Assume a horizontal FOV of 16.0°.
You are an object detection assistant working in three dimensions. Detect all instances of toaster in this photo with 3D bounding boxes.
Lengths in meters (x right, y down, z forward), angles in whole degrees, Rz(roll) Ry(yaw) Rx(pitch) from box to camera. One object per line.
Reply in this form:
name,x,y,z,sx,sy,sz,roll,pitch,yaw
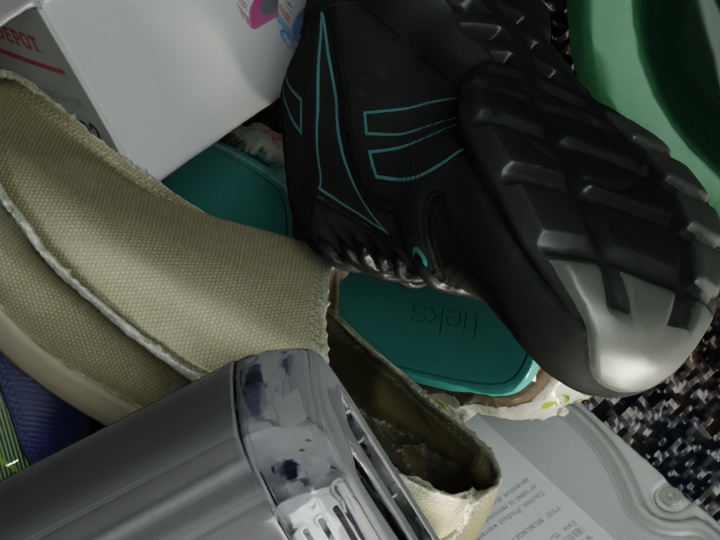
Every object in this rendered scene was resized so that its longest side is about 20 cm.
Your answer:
toaster,-0.034,0.108,0.621,0.129,0.114,0.200,-30,104,4

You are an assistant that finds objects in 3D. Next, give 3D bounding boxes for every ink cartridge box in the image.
ink cartridge box,-0.056,-0.091,0.769,0.200,0.115,0.068,-35,115,-16

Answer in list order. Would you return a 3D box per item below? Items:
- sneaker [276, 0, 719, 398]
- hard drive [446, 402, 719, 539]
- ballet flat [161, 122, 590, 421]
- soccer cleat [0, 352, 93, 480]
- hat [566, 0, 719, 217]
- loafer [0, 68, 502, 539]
sneaker,0.029,-0.021,0.655,0.075,0.200,0.079,20,115,-29
hard drive,0.039,0.102,0.743,0.140,0.038,0.200,-32,60,-28
ballet flat,0.000,0.000,0.771,0.064,0.200,0.076,-4,111,-50
soccer cleat,-0.170,0.006,0.758,0.200,0.065,0.084,37,78,-9
hat,0.139,-0.070,0.764,0.200,0.176,0.166,-12,87,6
loafer,-0.038,0.013,0.683,0.068,0.076,0.200,-38,108,23
